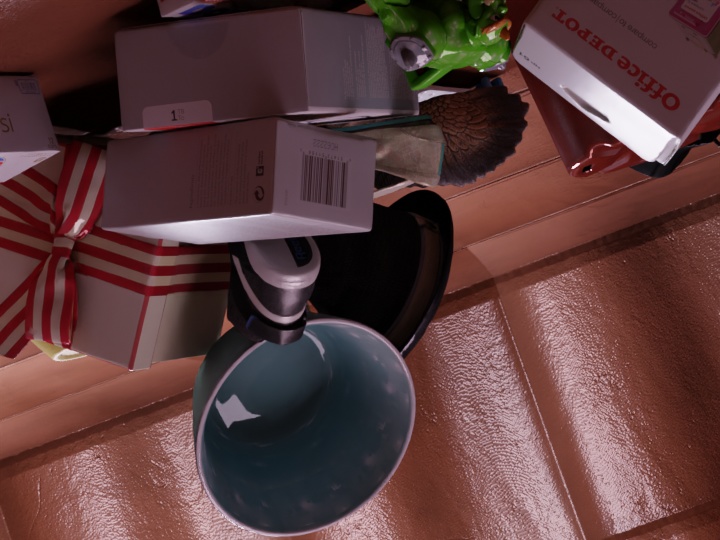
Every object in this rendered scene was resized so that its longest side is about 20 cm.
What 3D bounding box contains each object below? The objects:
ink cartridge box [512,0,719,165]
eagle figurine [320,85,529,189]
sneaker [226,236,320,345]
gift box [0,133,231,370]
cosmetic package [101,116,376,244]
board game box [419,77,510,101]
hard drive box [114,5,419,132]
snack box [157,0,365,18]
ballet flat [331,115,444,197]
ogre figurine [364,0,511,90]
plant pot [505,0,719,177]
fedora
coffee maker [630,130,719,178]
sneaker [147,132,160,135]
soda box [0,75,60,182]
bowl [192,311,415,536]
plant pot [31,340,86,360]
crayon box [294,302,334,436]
[{"bbox_3d":[0.226,-0.201,1.528,0.200,0.144,0.085,-53,176,-8],"label":"ink cartridge box"},{"bbox_3d":[0.023,-0.144,1.825,0.199,0.152,0.151,-12,168,37],"label":"eagle figurine"},{"bbox_3d":[-0.087,-0.020,1.683,0.073,0.200,0.112,3,129,-16],"label":"sneaker"},{"bbox_3d":[-0.222,-0.017,1.735,0.199,0.186,0.187,11,-175,20],"label":"gift box"},{"bbox_3d":[-0.092,-0.063,1.540,0.101,0.072,0.199,9,171,-43],"label":"cosmetic package"},{"bbox_3d":[0.027,-0.150,2.109,0.199,0.026,0.200,-23,171,28],"label":"board game box"},{"bbox_3d":[-0.066,-0.148,1.563,0.155,0.077,0.200,-4,-179,26],"label":"hard drive box"},{"bbox_3d":[-0.064,-0.205,1.536,0.072,0.024,0.200,-20,173,31],"label":"snack box"},{"bbox_3d":[-0.029,-0.082,1.618,0.199,0.063,0.067,-3,-177,27],"label":"ballet flat"},{"bbox_3d":[0.055,-0.201,1.512,0.098,0.121,0.200,-20,173,13],"label":"ogre figurine"},{"bbox_3d":[0.203,-0.190,1.664,0.200,0.196,0.201,-20,172,-3],"label":"plant pot"},{"bbox_3d":[0.000,0.000,1.861,0.091,0.201,0.200,27,150,-22],"label":"fedora"},{"bbox_3d":[0.315,-0.161,2.137,0.134,0.192,0.200,-35,174,-2],"label":"coffee maker"},{"bbox_3d":[-0.128,-0.080,1.919,0.067,0.108,0.201,-21,172,12],"label":"sneaker"},{"bbox_3d":[-0.314,-0.101,1.510,0.068,0.064,0.200,-24,170,33],"label":"soda box"},{"bbox_3d":[-0.063,0.113,1.777,0.200,0.202,0.105,-17,-151,-17],"label":"bowl"},{"bbox_3d":[-0.270,0.004,2.016,0.199,0.143,0.200,-20,172,-3],"label":"plant pot"},{"bbox_3d":[-0.066,0.073,1.905,0.058,0.201,0.119,-22,-175,4],"label":"crayon box"}]
